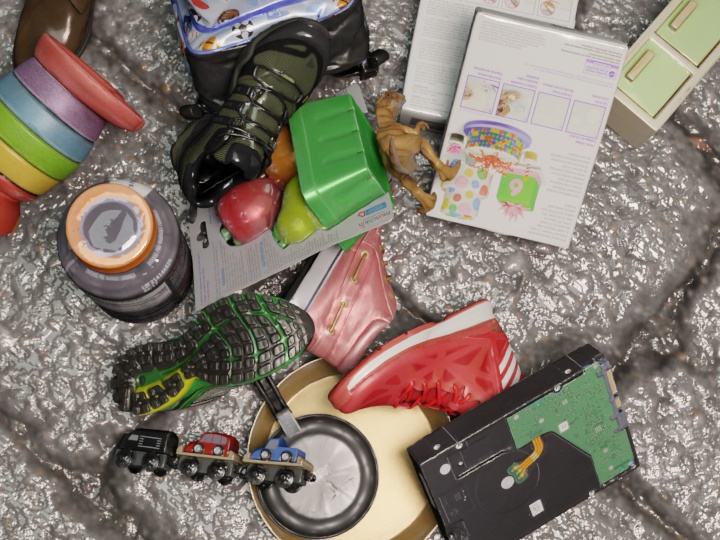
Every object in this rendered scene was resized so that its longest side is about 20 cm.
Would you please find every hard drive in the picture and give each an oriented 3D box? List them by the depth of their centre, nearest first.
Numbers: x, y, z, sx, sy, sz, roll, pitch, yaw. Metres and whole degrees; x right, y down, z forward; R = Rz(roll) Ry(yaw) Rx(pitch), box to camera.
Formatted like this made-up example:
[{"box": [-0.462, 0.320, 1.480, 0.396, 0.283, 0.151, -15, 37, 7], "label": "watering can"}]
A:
[{"box": [0.153, 0.171, 1.019, 0.200, 0.038, 0.140, -29, 119, -9], "label": "hard drive"}]

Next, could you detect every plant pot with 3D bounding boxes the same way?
[{"box": [-0.008, 0.179, 1.049, 0.199, 0.027, 0.201, 1, 78, -4], "label": "plant pot"}]

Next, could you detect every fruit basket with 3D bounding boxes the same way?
[{"box": [-0.070, -0.067, 1.023, 0.200, 0.094, 0.186, -30, 45, 17], "label": "fruit basket"}]

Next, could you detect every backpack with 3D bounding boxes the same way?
[{"box": [-0.098, -0.256, 1.048, 0.199, 0.154, 0.191, -16, 39, -9], "label": "backpack"}]

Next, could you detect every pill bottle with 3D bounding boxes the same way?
[{"box": [-0.208, -0.018, 0.985, 0.106, 0.200, 0.107, 1, 79, -4], "label": "pill bottle"}]

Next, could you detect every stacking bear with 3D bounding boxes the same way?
[{"box": [-0.319, -0.112, 1.044, 0.200, 0.121, 0.114, -48, 127, 1], "label": "stacking bear"}]

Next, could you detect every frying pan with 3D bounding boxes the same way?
[{"box": [-0.044, 0.153, 1.026, 0.114, 0.031, 0.191, -8, 83, -6], "label": "frying pan"}]

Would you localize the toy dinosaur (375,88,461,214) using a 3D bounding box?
[{"box": [0.037, -0.100, 0.991, 0.106, 0.200, 0.060, 39, 107, -21], "label": "toy dinosaur"}]

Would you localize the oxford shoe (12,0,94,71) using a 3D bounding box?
[{"box": [-0.294, -0.277, 1.089, 0.072, 0.084, 0.201, 19, 80, -2], "label": "oxford shoe"}]

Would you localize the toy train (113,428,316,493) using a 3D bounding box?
[{"box": [-0.132, 0.170, 1.009, 0.199, 0.034, 0.046, 3, 69, 19], "label": "toy train"}]

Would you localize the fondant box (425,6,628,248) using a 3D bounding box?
[{"box": [0.155, -0.136, 1.059, 0.144, 0.058, 0.201, 13, 108, -1], "label": "fondant box"}]

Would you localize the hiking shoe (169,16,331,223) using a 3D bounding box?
[{"box": [-0.088, -0.126, 0.961, 0.076, 0.200, 0.101, 25, 32, -33], "label": "hiking shoe"}]

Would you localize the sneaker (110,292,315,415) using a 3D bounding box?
[{"box": [-0.127, 0.075, 1.004, 0.199, 0.085, 0.078, -20, 77, 23], "label": "sneaker"}]

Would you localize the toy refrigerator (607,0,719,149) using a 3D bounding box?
[{"box": [0.324, -0.227, 1.127, 0.076, 0.070, 0.200, 41, 80, 4], "label": "toy refrigerator"}]

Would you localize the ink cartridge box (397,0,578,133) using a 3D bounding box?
[{"box": [0.134, -0.232, 1.128, 0.162, 0.057, 0.201, 11, 75, -2], "label": "ink cartridge box"}]

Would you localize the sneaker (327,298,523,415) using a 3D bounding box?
[{"box": [0.074, 0.110, 1.014, 0.200, 0.078, 0.116, -26, 77, -29], "label": "sneaker"}]

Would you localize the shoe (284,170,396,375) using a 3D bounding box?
[{"box": [0.000, 0.000, 1.057, 0.091, 0.071, 0.200, 35, 64, -8], "label": "shoe"}]
